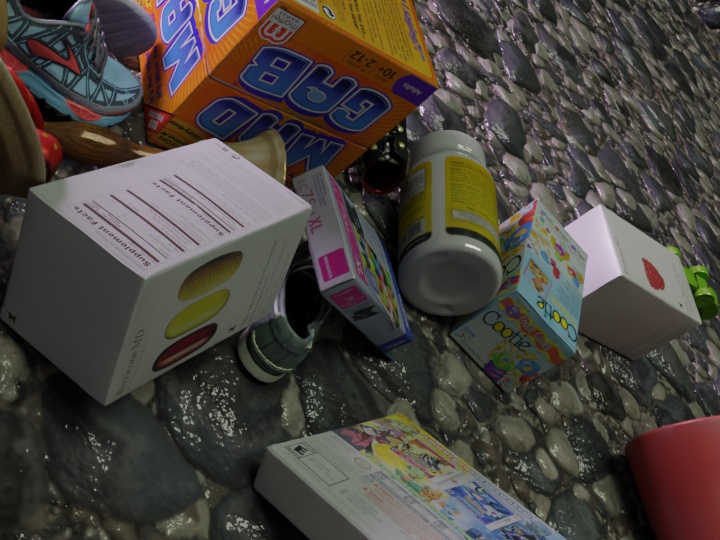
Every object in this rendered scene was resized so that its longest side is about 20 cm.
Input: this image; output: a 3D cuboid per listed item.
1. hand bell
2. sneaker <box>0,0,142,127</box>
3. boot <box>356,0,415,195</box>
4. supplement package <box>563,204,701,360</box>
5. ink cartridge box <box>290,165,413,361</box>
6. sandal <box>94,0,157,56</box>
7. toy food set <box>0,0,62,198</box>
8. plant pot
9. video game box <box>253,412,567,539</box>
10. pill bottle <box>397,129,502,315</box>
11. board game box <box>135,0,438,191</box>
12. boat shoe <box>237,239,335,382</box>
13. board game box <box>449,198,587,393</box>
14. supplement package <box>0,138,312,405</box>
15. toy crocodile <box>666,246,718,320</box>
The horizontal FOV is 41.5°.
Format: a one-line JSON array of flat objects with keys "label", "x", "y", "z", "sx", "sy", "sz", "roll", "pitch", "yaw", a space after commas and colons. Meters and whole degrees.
[{"label": "hand bell", "x": -0.173, "y": -0.094, "z": 0.813, "sx": 0.198, "sy": 0.104, "sz": 0.105, "roll": 13, "pitch": 50, "yaw": -30}, {"label": "sneaker", "x": -0.236, "y": -0.184, "z": 0.764, "sx": 0.199, "sy": 0.095, "sz": 0.080, "roll": 24, "pitch": 36, "yaw": -57}, {"label": "boot", "x": 0.028, "y": -0.197, "z": 1.052, "sx": 0.072, "sy": 0.204, "sz": 0.156, "roll": -2, "pitch": 61, "yaw": -11}, {"label": "supplement package", "x": 0.356, "y": 0.021, "z": 1.311, "sx": 0.198, "sy": 0.119, "sz": 0.123, "roll": 25, "pitch": 44, "yaw": -36}, {"label": "ink cartridge box", "x": 0.000, "y": 0.000, "z": 0.897, "sx": 0.200, "sy": 0.041, "sz": 0.121, "roll": 52, "pitch": 19, "yaw": -60}, {"label": "sandal", "x": -0.269, "y": -0.268, "z": 0.843, "sx": 0.206, "sy": 0.079, "sz": 0.060, "roll": 36, "pitch": 36, "yaw": -40}, {"label": "toy food set", "x": -0.268, "y": -0.139, "z": 0.633, "sx": 0.049, "sy": 0.197, "sz": 0.202, "roll": -39, "pitch": 122, "yaw": -28}, {"label": "plant pot", "x": 0.428, "y": 0.283, "z": 1.129, "sx": 0.199, "sy": 0.199, "sz": 0.180, "roll": 17, "pitch": 57, "yaw": -42}, {"label": "video game box", "x": 0.043, "y": 0.196, "z": 0.759, "sx": 0.199, "sy": 0.047, "sz": 0.181, "roll": 34, "pitch": 24, "yaw": 33}, {"label": "pill bottle", "x": 0.099, "y": -0.059, "z": 1.071, "sx": 0.114, "sy": 0.114, "sz": 0.202, "roll": 33, "pitch": 40, "yaw": -28}, {"label": "board game box", "x": -0.079, "y": -0.227, "z": 0.921, "sx": 0.198, "sy": 0.199, "sz": 0.202, "roll": 17, "pitch": 48, "yaw": -41}, {"label": "boat shoe", "x": -0.047, "y": 0.023, "z": 0.867, "sx": 0.073, "sy": 0.062, "sz": 0.201, "roll": 43, "pitch": 34, "yaw": -10}, {"label": "board game box", "x": 0.191, "y": 0.027, "z": 1.119, "sx": 0.105, "sy": 0.103, "sz": 0.201, "roll": 45, "pitch": 35, "yaw": -13}, {"label": "supplement package", "x": -0.145, "y": -0.008, "z": 0.703, "sx": 0.109, "sy": 0.115, "sz": 0.199, "roll": 34, "pitch": 31, "yaw": 17}, {"label": "toy crocodile", "x": 0.538, "y": 0.017, "z": 1.601, "sx": 0.198, "sy": 0.062, "sz": 0.068, "roll": 29, "pitch": 41, "yaw": -26}]
